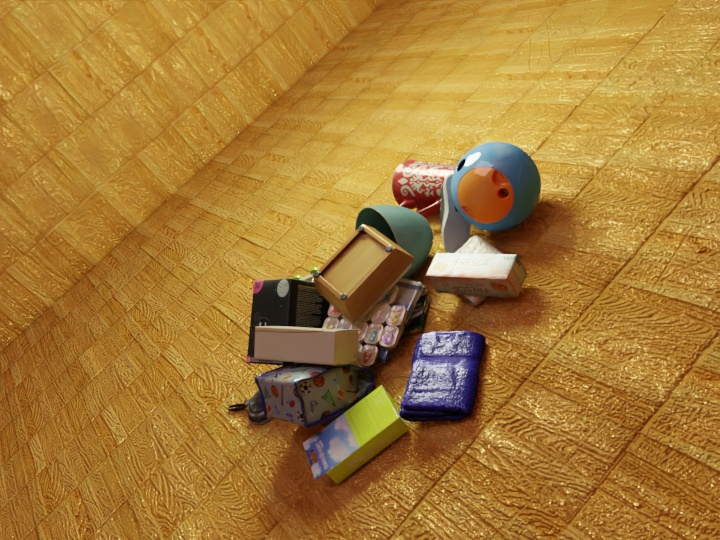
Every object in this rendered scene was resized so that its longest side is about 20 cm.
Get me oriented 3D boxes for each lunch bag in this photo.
[{"bbox_3d":[-0.091,0.250,1.566,0.200,0.124,0.170,-19,11,-39],"label":"lunch bag"}]

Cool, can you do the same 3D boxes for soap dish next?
[{"bbox_3d":[0.000,0.000,1.650,0.200,0.081,0.157,-47,47,-4],"label":"soap dish"}]

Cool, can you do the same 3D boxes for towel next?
[{"bbox_3d":[0.041,0.099,1.648,0.147,0.024,0.200,16,70,33],"label":"towel"},{"bbox_3d":[0.157,0.198,1.421,0.148,0.050,0.200,-9,39,26],"label":"towel"},{"bbox_3d":[0.254,-0.005,1.637,0.133,0.034,0.200,-40,29,-2],"label":"towel"}]

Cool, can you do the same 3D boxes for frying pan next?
[{"bbox_3d":[-0.246,0.307,1.771,0.190,0.031,0.115,11,54,51],"label":"frying pan"}]

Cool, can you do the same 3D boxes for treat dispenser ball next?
[{"bbox_3d":[0.306,-0.189,1.668,0.201,0.201,0.201,-28,30,18],"label":"treat dispenser ball"}]

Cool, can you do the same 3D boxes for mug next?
[{"bbox_3d":[0.193,-0.199,1.920,0.200,0.133,0.178,10,89,49],"label":"mug"}]

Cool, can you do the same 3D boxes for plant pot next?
[{"bbox_3d":[0.095,-0.074,1.787,0.135,0.200,0.200,-20,20,-27],"label":"plant pot"}]

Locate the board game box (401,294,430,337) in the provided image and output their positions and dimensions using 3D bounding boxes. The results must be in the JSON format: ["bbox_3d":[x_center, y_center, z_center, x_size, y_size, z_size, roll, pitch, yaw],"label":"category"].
[{"bbox_3d":[0.063,0.120,1.688,0.200,0.023,0.105,-17,37,32],"label":"board game box"}]

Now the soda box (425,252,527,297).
[{"bbox_3d":[0.240,0.008,1.542,0.200,0.064,0.068,3,53,40],"label":"soda box"}]

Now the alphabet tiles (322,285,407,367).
[{"bbox_3d":[0.005,0.114,1.633,0.200,0.015,0.196,6,66,34],"label":"alphabet tiles"}]

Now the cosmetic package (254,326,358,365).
[{"bbox_3d":[-0.115,0.157,1.557,0.200,0.104,0.073,-1,87,27],"label":"cosmetic package"}]

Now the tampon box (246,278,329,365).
[{"bbox_3d":[-0.170,0.126,1.745,0.150,0.126,0.200,-5,78,46],"label":"tampon box"}]

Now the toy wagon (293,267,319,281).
[{"bbox_3d":[-0.144,0.059,1.979,0.200,0.040,0.155,-22,33,34],"label":"toy wagon"}]

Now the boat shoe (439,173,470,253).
[{"bbox_3d":[0.223,-0.130,1.766,0.057,0.069,0.200,138,135,-74],"label":"boat shoe"}]

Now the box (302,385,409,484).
[{"bbox_3d":[-0.011,0.327,1.450,0.200,0.048,0.122,-37,29,2],"label":"box"}]
